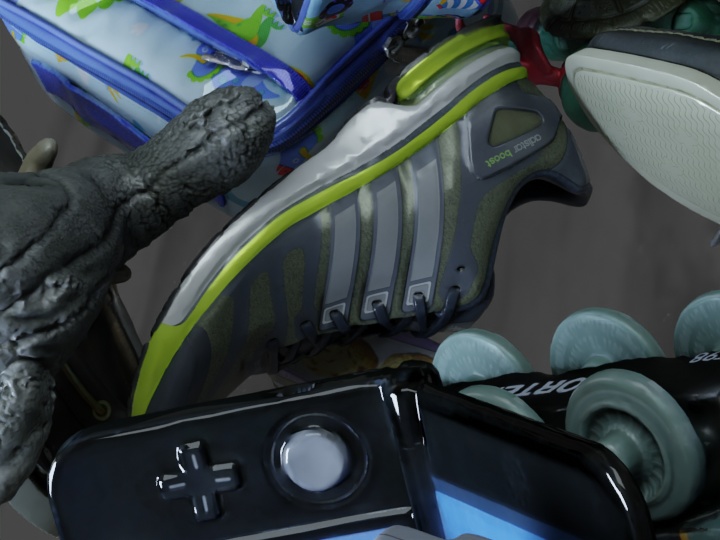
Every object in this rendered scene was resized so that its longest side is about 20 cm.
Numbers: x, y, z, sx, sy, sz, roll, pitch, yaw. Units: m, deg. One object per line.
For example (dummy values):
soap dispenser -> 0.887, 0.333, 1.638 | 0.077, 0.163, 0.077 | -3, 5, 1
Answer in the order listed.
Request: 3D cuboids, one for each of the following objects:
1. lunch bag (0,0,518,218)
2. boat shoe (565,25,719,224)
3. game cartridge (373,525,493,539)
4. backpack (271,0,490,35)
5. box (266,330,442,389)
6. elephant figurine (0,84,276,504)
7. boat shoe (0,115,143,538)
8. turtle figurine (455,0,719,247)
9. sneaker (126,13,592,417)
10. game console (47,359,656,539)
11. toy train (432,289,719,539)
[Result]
lunch bag -> -0.049, -0.111, 0.972 | 0.161, 0.082, 0.200 | -44, 52, -16
boat shoe -> 0.155, -0.049, 0.773 | 0.200, 0.072, 0.068 | 17, 56, 43
game cartridge -> 0.058, 0.170, 0.595 | 0.133, 0.200, 0.041 | 13, 28, 27
backpack -> 0.038, -0.175, 0.830 | 0.134, 0.200, 0.183 | 14, 23, -12
box -> 0.054, 0.065, 0.820 | 0.200, 0.039, 0.041 | 26, 63, 33
elephant figurine -> -0.143, 0.014, 0.768 | 0.200, 0.141, 0.155 | -19, 59, 37
boat shoe -> -0.120, 0.005, 0.894 | 0.061, 0.072, 0.201 | -37, 54, 19
turtle figurine -> 0.114, -0.095, 0.902 | 0.150, 0.101, 0.200 | 11, 49, 23
sneaker -> 0.000, 0.000, 0.816 | 0.200, 0.074, 0.081 | -43, 85, -9
game console -> 0.009, 0.138, 0.650 | 0.176, 0.200, 0.116 | -11, 15, 8
toy train -> 0.071, 0.075, 0.719 | 0.200, 0.114, 0.085 | -11, 16, 46
